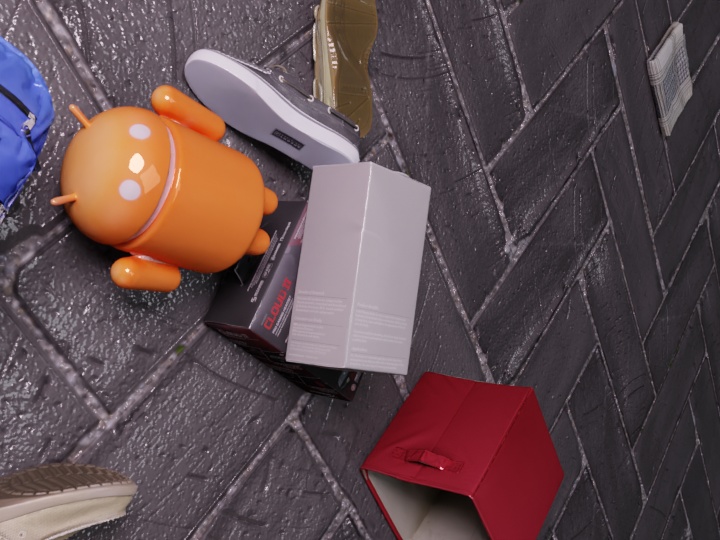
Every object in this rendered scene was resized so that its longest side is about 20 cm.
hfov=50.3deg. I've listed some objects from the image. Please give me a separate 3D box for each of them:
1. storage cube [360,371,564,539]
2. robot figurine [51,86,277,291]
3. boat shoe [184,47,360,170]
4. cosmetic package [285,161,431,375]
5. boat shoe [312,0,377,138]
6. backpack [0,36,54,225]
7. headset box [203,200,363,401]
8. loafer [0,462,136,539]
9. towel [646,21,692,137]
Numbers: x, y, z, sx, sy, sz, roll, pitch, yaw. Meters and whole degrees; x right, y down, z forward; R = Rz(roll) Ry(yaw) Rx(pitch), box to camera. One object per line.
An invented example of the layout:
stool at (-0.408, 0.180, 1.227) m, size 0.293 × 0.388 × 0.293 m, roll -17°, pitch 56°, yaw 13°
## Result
storage cube at (0.138, 0.263, 0.998) m, size 0.180 × 0.171 × 0.200 m, roll -50°, pitch 127°, yaw -36°
robot figurine at (-0.163, -0.063, 0.649) m, size 0.200 × 0.117 × 0.144 m, roll 21°, pitch 115°, yaw -48°
boat shoe at (-0.079, -0.168, 0.767) m, size 0.200 × 0.070 × 0.066 m, roll 28°, pitch 58°, yaw -24°
cosmetic package at (0.000, 0.000, 0.766) m, size 0.107 × 0.090 × 0.200 m, roll 17°, pitch 76°, yaw -49°
boat shoe at (-0.025, -0.242, 0.861) m, size 0.073 × 0.063 × 0.201 m, roll -1°, pitch 87°, yaw -37°
backpack at (-0.287, -0.073, 0.482) m, size 0.163 × 0.168 × 0.200 m, roll 47°, pitch 55°, yaw -48°
headset box at (-0.063, 0.030, 0.816) m, size 0.200 × 0.075 × 0.149 m, roll 44°, pitch 61°, yaw -42°
loafer at (-0.272, 0.200, 0.594) m, size 0.200 × 0.076 × 0.068 m, roll -3°, pitch 97°, yaw -40°
towel at (0.687, -0.423, 1.682) m, size 0.200 × 0.035 × 0.193 m, roll -51°, pitch 128°, yaw -34°
